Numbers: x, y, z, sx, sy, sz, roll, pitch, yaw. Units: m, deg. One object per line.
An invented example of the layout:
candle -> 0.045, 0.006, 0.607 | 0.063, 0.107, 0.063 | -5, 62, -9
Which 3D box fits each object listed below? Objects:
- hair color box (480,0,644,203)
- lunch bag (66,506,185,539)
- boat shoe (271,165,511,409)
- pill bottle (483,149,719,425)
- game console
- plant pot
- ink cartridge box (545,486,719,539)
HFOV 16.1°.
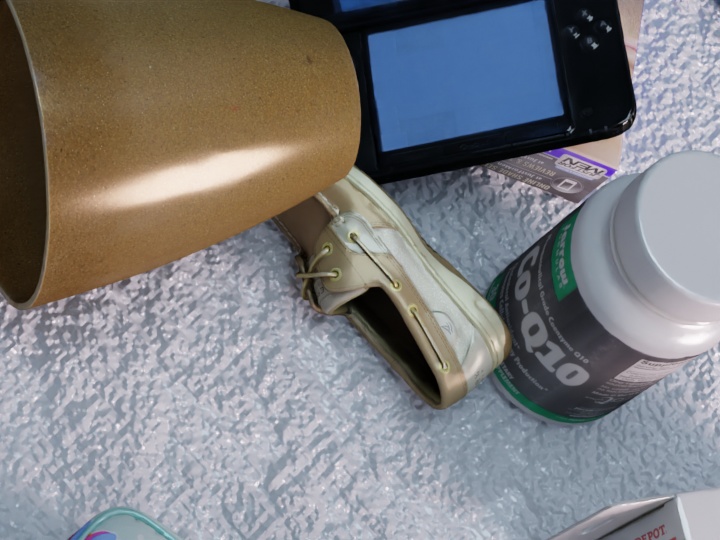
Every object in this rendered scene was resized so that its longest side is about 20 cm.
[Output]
hair color box -> 0.120, -0.156, 1.630 | 0.109, 0.065, 0.201 | 19, 64, -16
lunch bag -> -0.103, 0.234, 1.360 | 0.200, 0.077, 0.161 | 40, 57, -4
boat shoe -> 0.000, 0.000, 1.504 | 0.200, 0.074, 0.066 | 42, 61, 2
pill bottle -> 0.157, 0.010, 1.497 | 0.112, 0.200, 0.114 | 9, 65, -20
game console -> 0.052, -0.162, 1.518 | 0.199, 0.117, 0.177 | -11, 61, 8
plant pot -> -0.108, -0.083, 1.416 | 0.199, 0.186, 0.187 | -7, 72, -22
ink cartridge box -> 0.215, 0.171, 1.507 | 0.199, 0.116, 0.067 | -6, 73, -25
